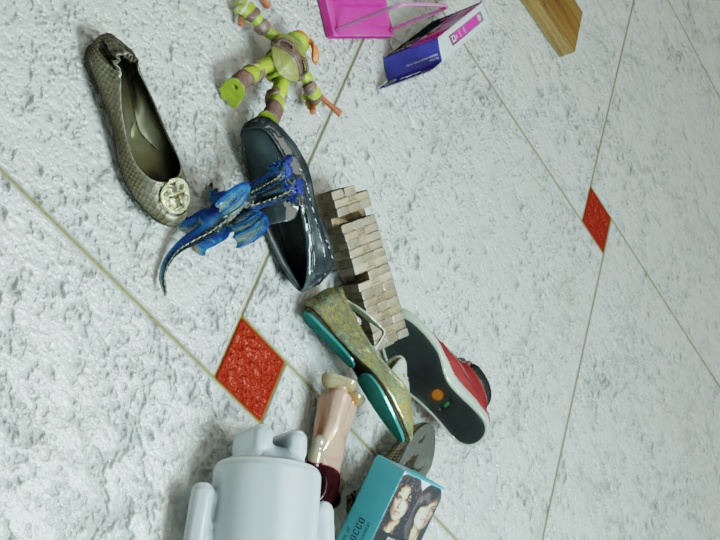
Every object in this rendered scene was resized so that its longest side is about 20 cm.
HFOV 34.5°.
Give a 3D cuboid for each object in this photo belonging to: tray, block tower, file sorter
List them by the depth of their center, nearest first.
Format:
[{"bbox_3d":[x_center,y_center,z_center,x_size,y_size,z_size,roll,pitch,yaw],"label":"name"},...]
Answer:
[{"bbox_3d":[0.000,0.000,1.398,0.053,0.057,0.204,-20,97,-33],"label":"block tower"},{"bbox_3d":[0.021,-0.416,1.496,0.138,0.124,0.204,-15,92,-53],"label":"file sorter"},{"bbox_3d":[0.311,-0.470,1.964,0.200,0.037,0.100,45,48,-35],"label":"tray"}]

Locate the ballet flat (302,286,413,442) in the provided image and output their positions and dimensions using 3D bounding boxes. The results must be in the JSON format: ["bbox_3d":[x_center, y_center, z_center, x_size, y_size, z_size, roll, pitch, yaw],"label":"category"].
[{"bbox_3d":[0.014,0.103,1.344,0.201,0.071,0.071,52,40,1],"label":"ballet flat"}]

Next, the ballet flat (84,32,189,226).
[{"bbox_3d":[-0.218,-0.142,1.165,0.067,0.046,0.203,-28,100,-49],"label":"ballet flat"}]

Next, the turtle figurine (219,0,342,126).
[{"bbox_3d":[-0.088,-0.229,1.350,0.201,0.064,0.162,55,43,-28],"label":"turtle figurine"}]

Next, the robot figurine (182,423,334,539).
[{"bbox_3d":[-0.097,0.260,1.161,0.167,0.113,0.204,14,68,-25],"label":"robot figurine"}]

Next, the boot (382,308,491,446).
[{"bbox_3d":[0.100,0.119,1.510,0.201,0.072,0.144,52,19,-9],"label":"boot"}]

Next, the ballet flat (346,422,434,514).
[{"bbox_3d":[0.037,0.243,1.393,0.200,0.046,0.069,-43,124,-53],"label":"ballet flat"}]

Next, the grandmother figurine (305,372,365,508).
[{"bbox_3d":[-0.042,0.225,1.292,0.122,0.060,0.203,55,43,-48],"label":"grandmother figurine"}]

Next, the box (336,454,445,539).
[{"bbox_3d":[0.014,0.312,1.275,0.082,0.049,0.203,30,84,-44],"label":"box"}]

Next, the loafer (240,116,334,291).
[{"bbox_3d":[-0.086,-0.073,1.306,0.070,0.067,0.203,-49,122,-56],"label":"loafer"}]

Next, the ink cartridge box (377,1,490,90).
[{"bbox_3d":[0.098,-0.309,1.591,0.200,0.094,0.037,-49,117,-47],"label":"ink cartridge box"}]

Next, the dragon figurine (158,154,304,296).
[{"bbox_3d":[-0.136,-0.056,1.210,0.200,0.098,0.060,-47,116,-44],"label":"dragon figurine"}]
